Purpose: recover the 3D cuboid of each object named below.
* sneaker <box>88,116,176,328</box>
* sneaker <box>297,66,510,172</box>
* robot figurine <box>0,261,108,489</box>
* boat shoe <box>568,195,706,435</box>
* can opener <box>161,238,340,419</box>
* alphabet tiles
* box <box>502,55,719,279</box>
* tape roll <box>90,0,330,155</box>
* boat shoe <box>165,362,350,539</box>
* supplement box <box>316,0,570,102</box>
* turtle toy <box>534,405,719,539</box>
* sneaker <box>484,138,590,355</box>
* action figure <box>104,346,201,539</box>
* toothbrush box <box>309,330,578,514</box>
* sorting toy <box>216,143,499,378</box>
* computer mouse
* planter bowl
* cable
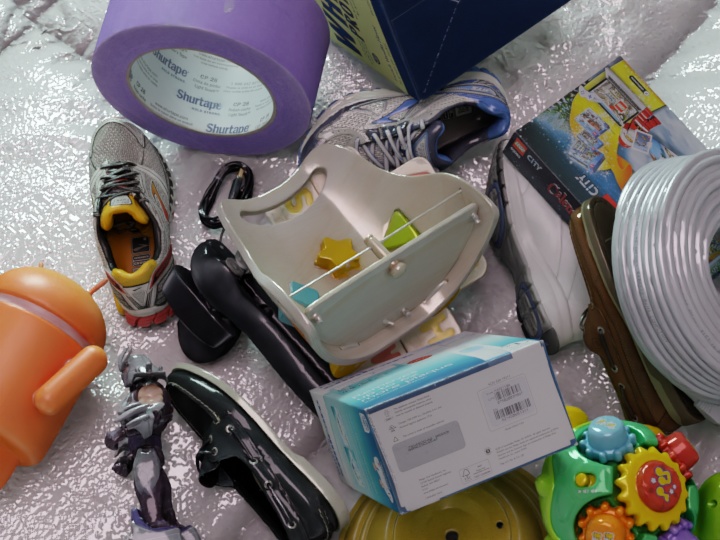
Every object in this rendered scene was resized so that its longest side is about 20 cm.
[{"bbox_3d":[-0.199,-0.054,1.534,0.077,0.082,0.201,-16,61,-2],"label":"sneaker"},{"bbox_3d":[0.041,-0.120,1.529,0.199,0.077,0.085,-22,32,-5],"label":"sneaker"},{"bbox_3d":[-0.285,0.082,1.453,0.116,0.144,0.201,31,66,-10],"label":"robot figurine"},{"bbox_3d":[0.207,0.042,1.406,0.068,0.072,0.201,-24,90,38],"label":"boat shoe"},{"bbox_3d":[-0.075,0.052,1.462,0.200,0.079,0.063,42,34,7],"label":"can opener"},{"bbox_3d":[0.000,0.000,1.486,0.195,0.015,0.201,-30,77,3],"label":"alphabet tiles"},{"bbox_3d":[0.236,-0.071,1.480,0.136,0.038,0.200,-35,77,-26],"label":"box"},{"bbox_3d":[-0.130,-0.189,1.531,0.198,0.200,0.086,8,64,10],"label":"tape roll"},{"bbox_3d":[-0.100,0.157,1.418,0.199,0.075,0.066,43,63,15],"label":"boat shoe"},{"bbox_3d":[0.060,-0.288,1.561,0.199,0.135,0.200,-34,39,-12],"label":"supplement box"},{"bbox_3d":[0.223,0.178,1.339,0.199,0.101,0.147,13,66,-23],"label":"turtle toy"},{"bbox_3d":[0.162,-0.024,1.496,0.086,0.075,0.201,-11,68,-13],"label":"sneaker"},{"bbox_3d":[-0.172,0.156,1.402,0.069,0.130,0.202,-11,73,-1],"label":"action figure"},{"bbox_3d":[0.058,0.112,1.340,0.145,0.200,0.086,-20,94,-12],"label":"toothbrush box"},{"bbox_3d":[-0.021,-0.026,1.435,0.199,0.107,0.180,-31,59,-25],"label":"sorting toy"},{"bbox_3d":[-0.125,-0.012,1.532,0.058,0.034,0.201,1,62,8],"label":"computer mouse"},{"bbox_3d":[0.073,0.220,1.361,0.199,0.084,0.202,-3,62,5],"label":"planter bowl"},{"bbox_3d":[0.283,0.003,1.377,0.199,0.069,0.201,35,61,-26],"label":"cable"}]
